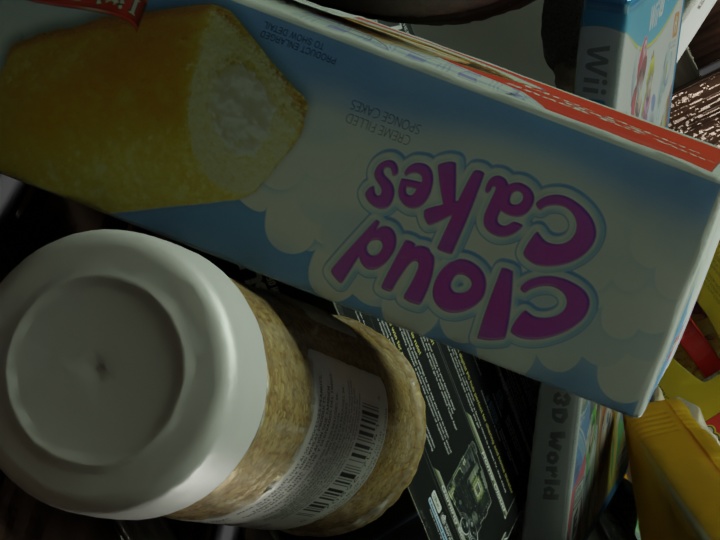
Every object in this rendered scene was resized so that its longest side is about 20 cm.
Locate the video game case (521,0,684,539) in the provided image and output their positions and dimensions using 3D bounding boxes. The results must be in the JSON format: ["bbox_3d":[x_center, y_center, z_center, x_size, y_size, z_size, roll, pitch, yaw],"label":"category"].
[{"bbox_3d":[0.088,-0.006,0.981,0.143,0.018,0.200,-38,135,-71],"label":"video game case"}]

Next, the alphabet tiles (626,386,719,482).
[{"bbox_3d":[0.146,0.141,1.089,0.196,0.015,0.200,-149,-140,-76],"label":"alphabet tiles"}]

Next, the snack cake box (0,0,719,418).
[{"bbox_3d":[-0.002,-0.032,0.750,0.200,0.067,0.115,21,7,8],"label":"snack cake box"}]

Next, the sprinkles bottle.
[{"bbox_3d":[-0.036,0.035,0.739,0.068,0.068,0.200,67,10,13],"label":"sprinkles bottle"}]

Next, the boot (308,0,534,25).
[{"bbox_3d":[-0.051,-0.108,0.711,0.132,0.200,0.070,0,99,-61],"label":"boot"}]

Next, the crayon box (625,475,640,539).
[{"bbox_3d":[0.071,0.048,1.272,0.200,0.051,0.127,57,13,-31],"label":"crayon box"}]

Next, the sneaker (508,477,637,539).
[{"bbox_3d":[0.103,0.150,1.118,0.199,0.076,0.114,56,19,-14],"label":"sneaker"}]

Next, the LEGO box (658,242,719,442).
[{"bbox_3d":[0.163,0.066,1.216,0.149,0.077,0.200,57,2,-43],"label":"LEGO box"}]

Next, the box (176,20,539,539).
[{"bbox_3d":[0.000,0.000,0.916,0.200,0.044,0.160,68,22,-15],"label":"box"}]

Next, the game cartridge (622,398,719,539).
[{"bbox_3d":[0.129,0.151,0.938,0.200,0.032,0.176,-101,-179,-77],"label":"game cartridge"}]

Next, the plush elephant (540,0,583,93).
[{"bbox_3d":[0.022,-0.144,1.025,0.165,0.200,0.155,36,44,23],"label":"plush elephant"}]

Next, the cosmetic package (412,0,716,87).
[{"bbox_3d":[0.052,-0.140,1.232,0.200,0.113,0.081,36,9,7],"label":"cosmetic package"}]
